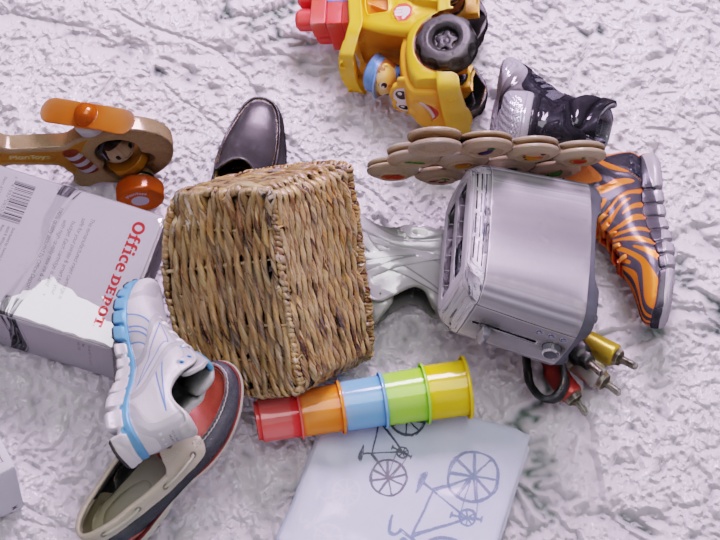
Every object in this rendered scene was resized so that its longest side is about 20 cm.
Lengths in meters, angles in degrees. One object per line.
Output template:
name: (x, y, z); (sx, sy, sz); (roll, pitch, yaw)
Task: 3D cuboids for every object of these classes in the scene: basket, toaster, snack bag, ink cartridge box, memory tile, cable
basket: (-0.087, 0.008, 1.648); (0.143, 0.149, 0.200); (-3, 101, 31)
toaster: (0.148, -0.016, 1.660); (0.129, 0.114, 0.200); (13, 60, -11)
snack bag: (0.038, 0.205, 1.641); (0.200, 0.021, 0.189); (17, 62, 6)
ink cartridge box: (-0.298, -0.002, 1.671); (0.200, 0.086, 0.147); (18, 63, 1)
memory tile: (0.118, -0.102, 1.680); (0.200, 0.153, 0.017); (4, 77, -22)
cable: (0.168, 0.059, 1.729); (0.097, 0.050, 0.200); (-41, 61, -8)

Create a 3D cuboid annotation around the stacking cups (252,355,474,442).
stacking cups: (0.002, 0.120, 1.645); (0.200, 0.061, 0.061); (-7, 64, -3)

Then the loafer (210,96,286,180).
loafer: (-0.112, -0.090, 1.742); (0.073, 0.072, 0.200); (9, 62, 0)

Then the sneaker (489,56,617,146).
sneaker: (0.190, -0.153, 1.766); (0.114, 0.076, 0.200); (10, 21, -2)

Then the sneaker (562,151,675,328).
sneaker: (0.245, -0.028, 1.757); (0.112, 0.078, 0.200); (-1, 53, -2)

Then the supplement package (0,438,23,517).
supplement package: (-0.391, 0.133, 1.580); (0.114, 0.110, 0.200); (-26, 69, -17)

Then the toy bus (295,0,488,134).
toy bus: (0.031, -0.238, 1.808); (0.192, 0.136, 0.200); (-3, 66, 7)

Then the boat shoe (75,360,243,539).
boat shoe: (-0.177, 0.161, 1.575); (0.071, 0.063, 0.200); (37, 90, 31)

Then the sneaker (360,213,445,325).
sneaker: (0.000, 0.000, 1.710); (0.200, 0.078, 0.100); (8, 67, -1)

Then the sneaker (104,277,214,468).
sneaker: (-0.168, 0.081, 1.553); (0.087, 0.075, 0.200); (-17, 46, 11)

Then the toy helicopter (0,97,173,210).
toy helicopter: (-0.279, -0.119, 1.705); (0.200, 0.132, 0.079); (-2, 64, -7)
